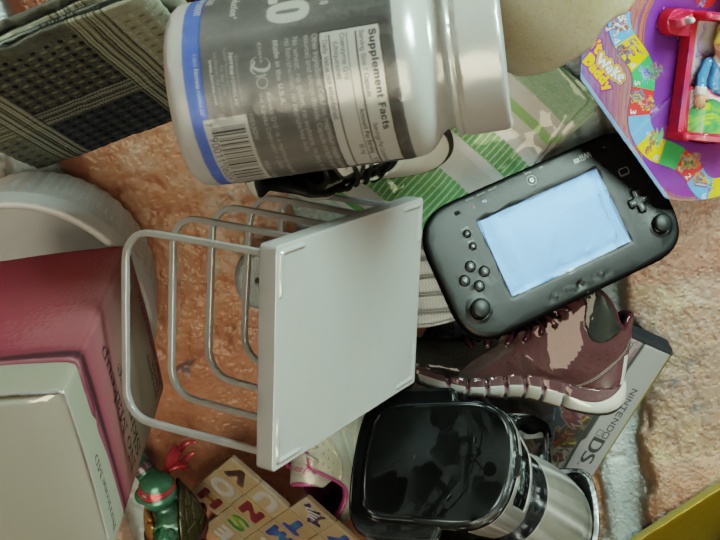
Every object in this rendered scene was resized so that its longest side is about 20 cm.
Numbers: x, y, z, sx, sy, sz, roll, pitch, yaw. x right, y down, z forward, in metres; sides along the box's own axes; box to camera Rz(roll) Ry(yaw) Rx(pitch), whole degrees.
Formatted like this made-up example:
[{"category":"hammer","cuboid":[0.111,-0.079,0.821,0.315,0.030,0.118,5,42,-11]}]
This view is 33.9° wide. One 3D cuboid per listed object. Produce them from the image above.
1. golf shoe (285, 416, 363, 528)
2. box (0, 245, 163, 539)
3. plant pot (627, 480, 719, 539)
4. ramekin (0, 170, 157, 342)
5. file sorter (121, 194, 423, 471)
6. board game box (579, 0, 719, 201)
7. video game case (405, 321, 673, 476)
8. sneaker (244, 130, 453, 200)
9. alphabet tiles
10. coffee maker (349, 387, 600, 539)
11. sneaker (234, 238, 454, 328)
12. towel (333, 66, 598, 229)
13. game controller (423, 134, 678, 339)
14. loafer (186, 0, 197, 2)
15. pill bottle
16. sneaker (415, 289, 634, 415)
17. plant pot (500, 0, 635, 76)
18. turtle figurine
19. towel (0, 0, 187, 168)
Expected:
[{"category":"golf shoe","cuboid":[-0.033,0.128,0.993,0.075,0.091,0.202,0,122,42]},{"category":"box","cuboid":[-0.212,0.087,0.803,0.107,0.201,0.130,-7,117,4]},{"category":"plant pot","cuboid":[0.349,0.342,1.056,0.195,0.195,0.200,-38,116,17]},{"category":"ramekin","cuboid":[-0.254,0.017,0.939,0.197,0.105,0.203,0,116,0]},{"category":"file sorter","cuboid":[-0.055,0.025,0.811,0.123,0.199,0.141,10,106,27]},{"category":"board game box","cuboid":[0.257,-0.147,0.865,0.158,0.039,0.200,-42,109,-4]},{"category":"video game case","cuboid":[0.140,0.101,1.023,0.198,0.026,0.182,23,114,-11]},{"category":"sneaker","cuboid":[-0.013,-0.081,0.848,0.198,0.080,0.074,-3,136,-32]},{"category":"alphabet tiles","cuboid":[-0.058,0.244,1.042,0.200,0.008,0.167,42,141,-5]},{"category":"coffee maker","cuboid":[0.072,0.189,0.939,0.190,0.136,0.200,-27,142,18]},{"category":"sneaker","cuboid":[0.000,0.000,0.947,0.197,0.071,0.074,6,105,6]},{"category":"towel","cuboid":[0.070,-0.104,0.926,0.152,0.023,0.200,36,111,-15]},{"category":"game controller","cuboid":[0.145,-0.028,0.897,0.198,0.042,0.106,-24,93,-16]},{"category":"loafer","cuboid":[-0.090,-0.211,0.847,0.198,0.073,0.073,-25,112,11]},{"category":"pill bottle","cuboid":[-0.010,-0.120,0.719,0.197,0.114,0.115,-7,116,8]},{"category":"sneaker","cuboid":[0.128,0.043,0.952,0.197,0.076,0.117,8,106,-11]},{"category":"plant pot","cuboid":[0.091,-0.237,0.782,0.200,0.201,0.183,-39,121,17]},{"category":"turtle figurine","cuboid":[-0.179,0.229,1.021,0.099,0.151,0.202,-2,129,7]},{"category":"towel","cuboid":[-0.197,-0.139,0.836,0.190,0.200,0.035,-18,75,10]}]
